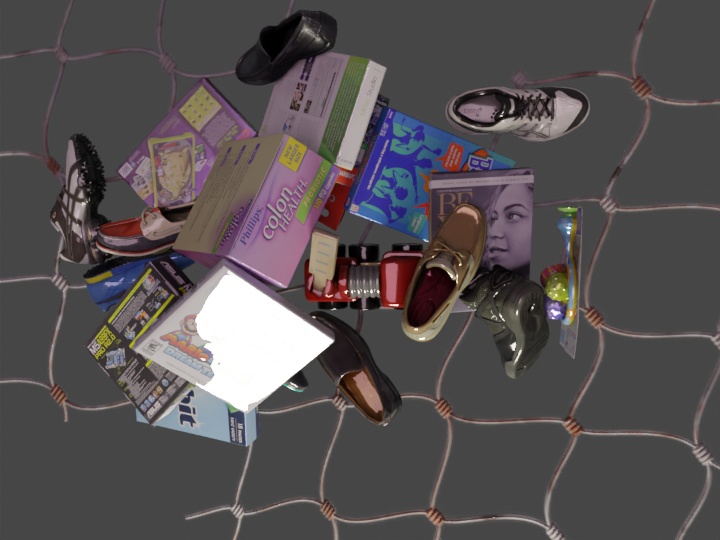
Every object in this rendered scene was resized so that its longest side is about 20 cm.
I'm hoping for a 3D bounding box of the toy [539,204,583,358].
[{"bbox_3d":[0.272,0.010,1.207,0.047,0.115,0.201,6,96,4],"label":"toy"}]

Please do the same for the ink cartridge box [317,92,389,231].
[{"bbox_3d":[-0.043,-0.170,1.252,0.109,0.050,0.201,30,102,44],"label":"ink cartridge box"}]

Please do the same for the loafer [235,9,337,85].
[{"bbox_3d":[-0.117,-0.314,1.228,0.200,0.070,0.068,-14,68,45],"label":"loafer"}]

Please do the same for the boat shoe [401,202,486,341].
[{"bbox_3d":[0.113,-0.001,1.163,0.074,0.066,0.201,21,84,12],"label":"boat shoe"}]

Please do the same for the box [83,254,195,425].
[{"bbox_3d":[-0.289,0.102,1.263,0.160,0.044,0.200,47,118,6],"label":"box"}]

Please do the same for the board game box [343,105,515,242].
[{"bbox_3d":[0.096,-0.121,1.227,0.199,0.045,0.153,19,99,-15],"label":"board game box"}]

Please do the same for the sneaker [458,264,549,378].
[{"bbox_3d":[0.200,0.064,1.225,0.076,0.200,0.114,-38,52,-16],"label":"sneaker"}]

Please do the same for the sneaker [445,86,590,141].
[{"bbox_3d":[0.216,-0.216,1.210,0.199,0.088,0.076,-3,93,9],"label":"sneaker"}]

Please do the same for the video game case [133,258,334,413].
[{"bbox_3d":[-0.166,0.094,1.172,0.182,0.024,0.200,-40,124,20],"label":"video game case"}]

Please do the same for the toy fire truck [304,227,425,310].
[{"bbox_3d":[0.000,0.000,1.211,0.175,0.200,0.129,0,96,10],"label":"toy fire truck"}]

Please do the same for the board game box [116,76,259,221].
[{"bbox_3d":[-0.260,-0.177,1.327,0.200,0.032,0.120,-43,84,11],"label":"board game box"}]

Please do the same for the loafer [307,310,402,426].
[{"bbox_3d":[-0.015,0.142,1.293,0.073,0.072,0.200,-44,87,12],"label":"loafer"}]

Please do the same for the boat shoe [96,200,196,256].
[{"bbox_3d":[-0.287,-0.068,1.289,0.199,0.071,0.063,-7,132,-14],"label":"boat shoe"}]

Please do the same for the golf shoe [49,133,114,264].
[{"bbox_3d":[-0.437,-0.106,1.340,0.094,0.078,0.201,-7,93,11],"label":"golf shoe"}]

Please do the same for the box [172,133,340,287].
[{"bbox_3d":[-0.146,-0.082,1.200,0.096,0.200,0.177,30,77,-30],"label":"box"}]

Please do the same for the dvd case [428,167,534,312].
[{"bbox_3d":[0.168,-0.040,1.230,0.148,0.016,0.201,-4,106,-10],"label":"dvd case"}]

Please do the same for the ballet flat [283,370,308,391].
[{"bbox_3d":[-0.156,0.107,1.318,0.199,0.073,0.073,29,100,8],"label":"ballet flat"}]

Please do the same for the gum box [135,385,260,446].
[{"bbox_3d":[-0.248,0.159,1.311,0.199,0.045,0.171,8,109,22],"label":"gum box"}]

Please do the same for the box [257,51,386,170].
[{"bbox_3d":[-0.058,-0.231,1.220,0.200,0.036,0.145,27,100,49],"label":"box"}]

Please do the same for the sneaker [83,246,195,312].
[{"bbox_3d":[-0.320,0.008,1.344,0.199,0.066,0.079,-18,111,9],"label":"sneaker"}]
